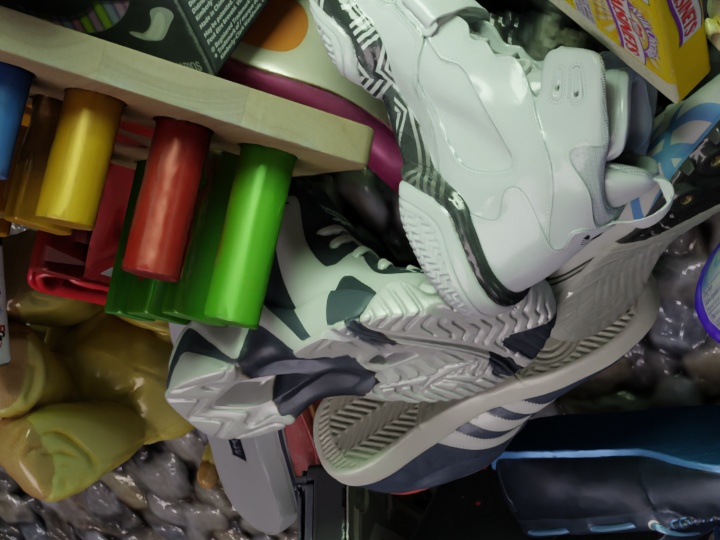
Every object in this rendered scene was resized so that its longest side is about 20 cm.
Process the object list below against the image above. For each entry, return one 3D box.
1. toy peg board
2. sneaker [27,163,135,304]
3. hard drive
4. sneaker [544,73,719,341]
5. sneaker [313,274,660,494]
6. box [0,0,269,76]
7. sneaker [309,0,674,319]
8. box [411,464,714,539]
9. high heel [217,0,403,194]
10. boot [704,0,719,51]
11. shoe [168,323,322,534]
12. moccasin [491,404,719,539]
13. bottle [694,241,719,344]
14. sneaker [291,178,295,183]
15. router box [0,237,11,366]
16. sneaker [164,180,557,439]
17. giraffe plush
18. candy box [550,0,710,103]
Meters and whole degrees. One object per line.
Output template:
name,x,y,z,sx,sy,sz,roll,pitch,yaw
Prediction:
toy peg board,-0.131,-0.039,0.826,0.198,0.099,0.200,16,172,-27
sneaker,-0.149,-0.059,0.957,0.078,0.116,0.200,-6,131,43
hard drive,0.006,0.202,1.087,0.038,0.141,0.200,-5,162,16
sneaker,0.128,-0.042,0.811,0.200,0.071,0.073,-50,58,47
sneaker,0.074,0.057,0.939,0.199,0.075,0.084,-28,146,20
box,-0.121,-0.192,0.774,0.121,0.106,0.201,6,138,33
sneaker,0.057,-0.090,0.764,0.114,0.075,0.201,-25,83,29
box,0.133,0.192,1.035,0.199,0.123,0.106,10,142,28
high heel,-0.013,-0.073,0.873,0.198,0.068,0.096,15,135,-1
boot,0.128,-0.155,0.659,0.199,0.073,0.156,17,145,16
shoe,-0.048,0.057,1.055,0.071,0.091,0.201,23,139,37
moccasin,0.168,0.113,0.954,0.199,0.080,0.069,-1,110,38
bottle,0.196,-0.022,0.728,0.065,0.084,0.200,41,162,9
sneaker,-0.001,0.014,0.992,0.083,0.077,0.200,-26,116,19
router box,-0.259,-0.054,0.997,0.149,0.051,0.202,17,114,46
sneaker,0.000,0.000,0.880,0.198,0.130,0.079,-20,138,28
giraffe plush,-0.175,0.057,1.127,0.199,0.174,0.162,10,172,-34
candy box,0.075,-0.140,0.636,0.102,0.026,0.200,42,174,25
